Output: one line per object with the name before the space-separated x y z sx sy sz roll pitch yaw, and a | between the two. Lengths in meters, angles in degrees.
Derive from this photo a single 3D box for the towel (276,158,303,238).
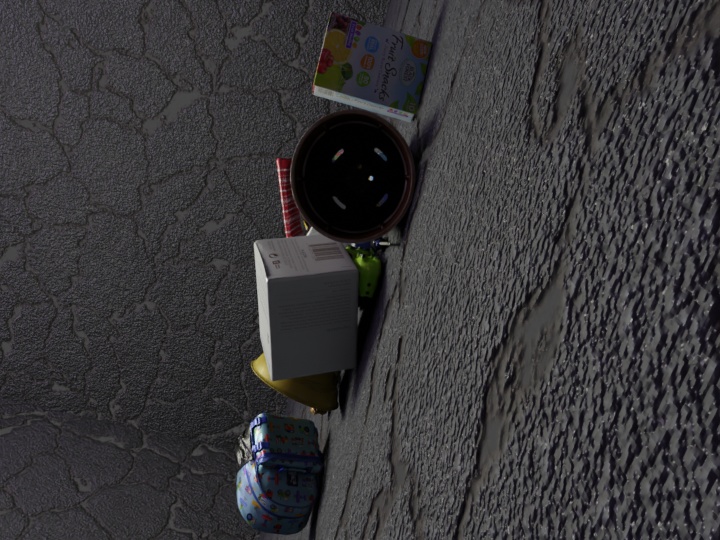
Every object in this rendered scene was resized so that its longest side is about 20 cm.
towel | -0.157 -0.153 1.373 0.145 0.022 0.206 -64 -32 -81

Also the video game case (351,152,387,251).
video game case | 0.023 -0.147 1.318 0.181 0.044 0.205 -131 55 -81

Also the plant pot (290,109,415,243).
plant pot | -0.008 -0.158 1.030 0.198 0.195 0.205 -73 -2 -81

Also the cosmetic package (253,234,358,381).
cosmetic package | -0.101 0.062 1.110 0.168 0.162 0.205 -124 31 -60

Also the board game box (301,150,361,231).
board game box | -0.065 -0.181 1.412 0.057 0.163 0.202 48 162 34

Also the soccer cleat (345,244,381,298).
soccer cleat | 0.000 0.000 1.138 0.200 0.066 0.083 -121 39 -79

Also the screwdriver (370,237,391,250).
screwdriver | 0.034 -0.049 1.057 0.200 0.028 0.029 -111 35 -88

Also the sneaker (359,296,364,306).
sneaker | -0.026 0.012 1.284 0.085 0.078 0.200 -39 27 3

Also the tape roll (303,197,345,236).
tape roll | -0.074 -0.084 1.292 0.205 0.070 0.203 -57 9 14

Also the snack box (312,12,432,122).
snack box | 0.021 -0.375 1.119 0.053 0.195 0.146 152 132 -82

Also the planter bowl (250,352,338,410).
planter bowl | -0.114 0.192 1.214 0.085 0.197 0.200 -62 7 4

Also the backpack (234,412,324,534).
backpack | -0.160 0.413 1.219 0.135 0.179 0.202 -52 32 30

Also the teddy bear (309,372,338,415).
teddy bear | -0.082 0.224 1.375 0.146 0.065 0.204 -84 10 -62
